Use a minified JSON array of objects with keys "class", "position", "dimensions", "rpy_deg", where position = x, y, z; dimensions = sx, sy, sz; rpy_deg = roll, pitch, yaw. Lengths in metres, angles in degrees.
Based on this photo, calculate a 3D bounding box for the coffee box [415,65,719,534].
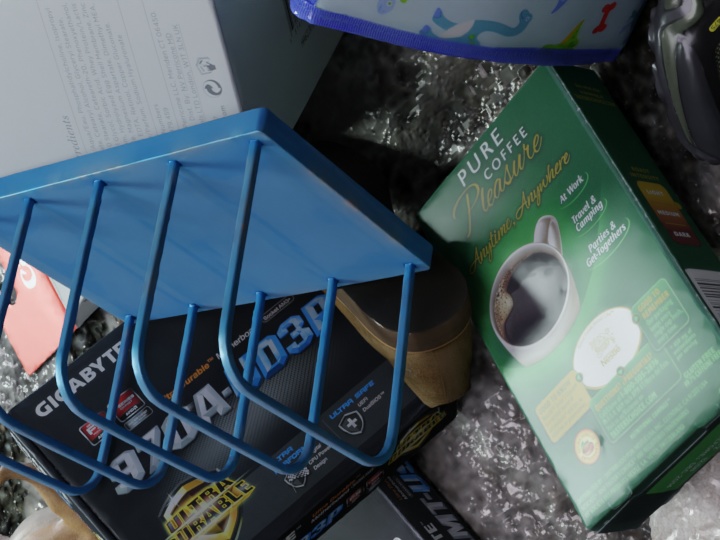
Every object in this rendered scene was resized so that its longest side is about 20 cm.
[{"class":"coffee box","position":[0.112,0.009,0.750],"dimensions":[0.123,0.044,0.201],"rpy_deg":[-52,52,34]}]

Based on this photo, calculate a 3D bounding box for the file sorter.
[{"class":"file sorter","position":[-0.091,0.027,0.728],"dimensions":[0.199,0.139,0.123],"rpy_deg":[-10,59,34]}]

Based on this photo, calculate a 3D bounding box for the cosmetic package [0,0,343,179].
[{"class":"cosmetic package","position":[-0.127,-0.143,0.790],"dimensions":[0.199,0.200,0.123],"rpy_deg":[-3,125,18]}]

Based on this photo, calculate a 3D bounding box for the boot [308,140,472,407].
[{"class":"boot","position":[0.000,0.000,0.836],"dimensions":[0.200,0.073,0.076],"rpy_deg":[52,166,46]}]

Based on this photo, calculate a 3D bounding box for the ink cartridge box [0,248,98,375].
[{"class":"ink cartridge box","position":[-0.220,-0.041,1.027],"dimensions":[0.200,0.057,0.163],"rpy_deg":[-39,75,30]}]

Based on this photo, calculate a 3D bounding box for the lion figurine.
[{"class":"lion figurine","position":[-0.209,0.182,1.040],"dimensions":[0.122,0.073,0.200],"rpy_deg":[37,117,-12]}]

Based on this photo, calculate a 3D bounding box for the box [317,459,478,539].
[{"class":"box","position":[-0.027,0.187,0.920],"dimensions":[0.200,0.050,0.199],"rpy_deg":[47,123,20]}]

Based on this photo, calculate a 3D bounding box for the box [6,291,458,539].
[{"class":"box","position":[-0.069,0.079,0.848],"dimensions":[0.159,0.200,0.046],"rpy_deg":[43,159,24]}]

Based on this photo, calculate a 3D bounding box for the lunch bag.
[{"class":"lunch bag","position":[0.062,-0.188,0.688],"dimensions":[0.127,0.200,0.171],"rpy_deg":[36,119,28]}]

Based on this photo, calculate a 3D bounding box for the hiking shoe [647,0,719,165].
[{"class":"hiking shoe","position":[0.193,-0.138,0.675],"dimensions":[0.100,0.076,0.201],"rpy_deg":[21,110,36]}]

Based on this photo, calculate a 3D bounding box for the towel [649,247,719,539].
[{"class":"towel","position":[0.195,0.086,0.740],"dimensions":[0.132,0.034,0.201],"rpy_deg":[-6,94,37]}]
